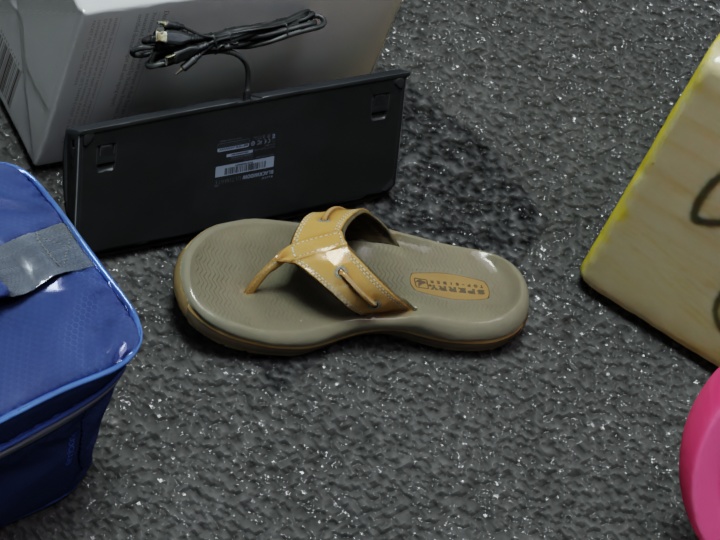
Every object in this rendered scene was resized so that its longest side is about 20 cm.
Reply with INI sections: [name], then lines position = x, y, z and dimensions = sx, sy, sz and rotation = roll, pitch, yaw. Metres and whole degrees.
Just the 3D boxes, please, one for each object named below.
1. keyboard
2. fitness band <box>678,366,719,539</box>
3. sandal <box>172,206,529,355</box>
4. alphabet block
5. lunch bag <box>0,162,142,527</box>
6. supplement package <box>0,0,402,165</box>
[keyboard]
position = -0.062, -0.079, 1.359
dimensions = 0.199, 0.128, 0.021
rotation = -13, 34, -31
[fitness band]
position = 0.255, 0.101, 1.324
dimensions = 0.199, 0.144, 0.037
rotation = 7, 19, -15
[sandal]
position = 0.000, 0.000, 1.360
dimensions = 0.199, 0.054, 0.081
rotation = 3, 52, -20
[alphabet block]
position = 0.267, -0.054, 1.422
dimensions = 0.200, 0.196, 0.197
rotation = 32, 46, 6
[lunch bag]
position = -0.208, 0.045, 1.186
dimensions = 0.200, 0.133, 0.136
rotation = -27, 66, -37
[supplement package]
position = -0.094, -0.150, 1.399
dimensions = 0.199, 0.120, 0.121
rotation = -11, 56, -29
